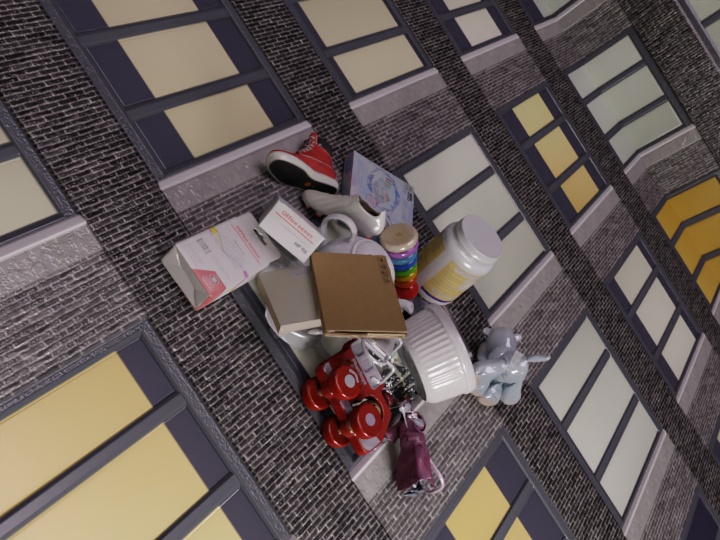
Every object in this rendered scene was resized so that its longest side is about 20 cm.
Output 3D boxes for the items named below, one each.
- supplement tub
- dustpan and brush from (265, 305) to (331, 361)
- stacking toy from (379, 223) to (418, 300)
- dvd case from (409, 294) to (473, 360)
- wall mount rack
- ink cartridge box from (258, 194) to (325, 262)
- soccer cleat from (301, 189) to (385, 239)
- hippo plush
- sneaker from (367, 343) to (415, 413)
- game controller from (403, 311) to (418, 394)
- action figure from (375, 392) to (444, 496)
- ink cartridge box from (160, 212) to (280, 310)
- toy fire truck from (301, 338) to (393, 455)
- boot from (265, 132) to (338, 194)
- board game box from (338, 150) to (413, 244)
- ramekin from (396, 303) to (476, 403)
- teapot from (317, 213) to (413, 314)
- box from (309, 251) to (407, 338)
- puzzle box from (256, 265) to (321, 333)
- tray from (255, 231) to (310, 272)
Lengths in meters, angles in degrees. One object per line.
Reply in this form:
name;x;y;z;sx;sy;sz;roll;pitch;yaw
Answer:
supplement tub;0.223;-0.025;1.755;0.145;0.200;0.146;24;45;-26
dustpan and brush;-0.099;0.124;1.488;0.200;0.057;0.140;48;46;-2
stacking toy;0.098;-0.007;1.673;0.201;0.085;0.086;77;25;-43
dvd case;0.186;0.147;1.772;0.148;0.016;0.201;-20;83;-49
wall mount rack;-0.002;0.125;1.434;0.174;0.075;0.200;41;23;-6
ink cartridge box;-0.137;-0.083;1.453;0.116;0.068;0.200;40;2;-11
soccer cleat;-0.034;-0.142;1.628;0.199;0.078;0.069;26;29;10
hippo plush;0.320;0.207;1.770;0.159;0.201;0.161;9;39;-15
sneaker;0.059;0.203;1.571;0.077;0.086;0.201;-18;102;-8
game controller;0.099;0.176;1.651;0.104;0.042;0.201;-14;77;-47
action figure;0.112;0.347;1.497;0.149;0.134;0.201;14;61;-40
ink cartridge box;-0.256;-0.022;1.393;0.117;0.067;0.200;55;42;3
toy fire truck;-0.005;0.247;1.453;0.168;0.112;0.201;-28;89;-47
boot;-0.135;-0.259;1.655;0.200;0.072;0.145;19;54;-46
board game box;0.041;-0.159;1.786;0.199;0.043;0.201;28;50;-31
ramekin;0.149;0.180;1.545;0.105;0.200;0.201;-24;83;-8
teapot;0.000;0.000;1.578;0.199;0.146;0.198;17;56;-36
box;-0.008;0.044;1.420;0.163;0.021;0.201;3;47;-19
puzzle box;-0.085;0.048;1.423;0.199;0.025;0.133;-8;51;-27
tray;-0.148;-0.007;1.483;0.200;0.022;0.107;41;43;6
